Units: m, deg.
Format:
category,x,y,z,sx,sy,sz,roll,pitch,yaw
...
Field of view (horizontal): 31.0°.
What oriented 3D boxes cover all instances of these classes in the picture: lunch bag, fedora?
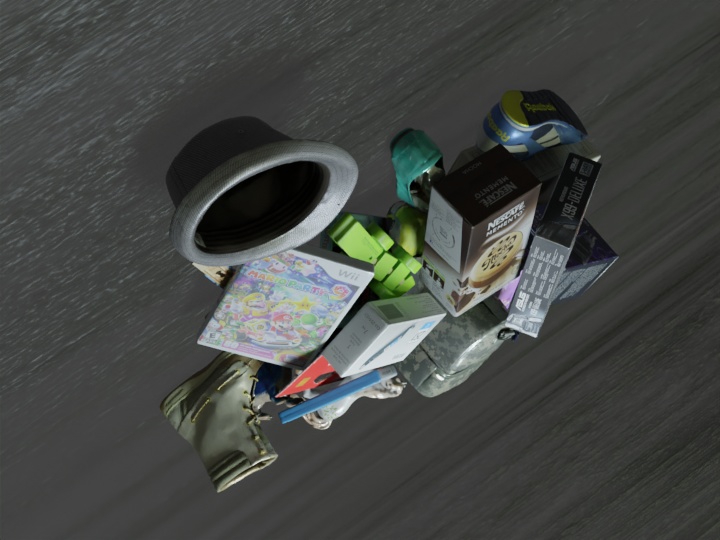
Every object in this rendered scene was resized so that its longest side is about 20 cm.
category,x,y,z,sx,sy,sz,roll,pitch,yaw
lunch bag,0.115,0.058,1.854,0.139,0.200,0.168,-19,155,-45
fedora,-0.110,-0.088,1.265,0.200,0.090,0.177,-14,149,-37

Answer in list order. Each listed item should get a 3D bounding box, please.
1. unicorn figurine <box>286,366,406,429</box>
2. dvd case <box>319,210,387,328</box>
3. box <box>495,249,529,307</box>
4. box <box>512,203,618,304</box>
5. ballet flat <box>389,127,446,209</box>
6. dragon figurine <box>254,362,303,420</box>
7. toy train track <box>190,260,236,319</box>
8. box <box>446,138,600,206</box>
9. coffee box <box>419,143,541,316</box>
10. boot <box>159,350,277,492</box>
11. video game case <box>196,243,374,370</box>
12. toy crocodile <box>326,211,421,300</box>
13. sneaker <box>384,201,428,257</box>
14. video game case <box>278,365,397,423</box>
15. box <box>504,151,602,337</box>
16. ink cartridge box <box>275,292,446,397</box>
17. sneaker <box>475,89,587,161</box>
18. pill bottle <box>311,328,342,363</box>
category,x,y,z,sx,sy,sz,roll,pitch,yaw
unicorn figurine,-0.019,0.165,1.943,0.200,0.137,0.074,-47,169,33
dvd case,0.000,0.000,1.645,0.200,0.022,0.146,4,93,-64
box,0.171,-0.022,1.865,0.039,0.137,0.200,-32,160,-18
box,0.289,-0.032,2.047,0.200,0.148,0.104,-12,148,-54
ballet flat,0.079,-0.109,1.596,0.067,0.070,0.200,-38,162,-2
dragon figurine,-0.144,0.155,1.812,0.200,0.100,0.059,-31,159,25
toy train track,-0.152,0.005,1.509,0.115,0.033,0.200,-32,156,5
box,0.219,-0.136,1.755,0.200,0.095,0.078,-23,157,-34
coffee box,0.145,-0.047,1.605,0.113,0.080,0.200,-32,153,-21
boot,-0.149,0.182,1.725,0.200,0.155,0.072,-37,162,1
video game case,-0.090,0.040,1.506,0.143,0.018,0.200,17,135,-19
toy crocodile,0.015,-0.016,1.585,0.068,0.062,0.200,-49,143,2
sneaker,0.093,-0.052,1.709,0.200,0.076,0.076,-12,109,-62
video game case,-0.027,0.167,1.770,0.143,0.018,0.200,-25,175,6
box,0.253,-0.031,1.712,0.200,0.050,0.158,99,15,-53
ink cartridge box,0.005,0.106,1.637,0.176,0.045,0.200,-47,164,19
sneaker,0.221,-0.185,1.684,0.200,0.074,0.082,-2,142,-49
pill bottle,-0.036,0.068,1.736,0.112,0.112,0.200,-45,160,19
